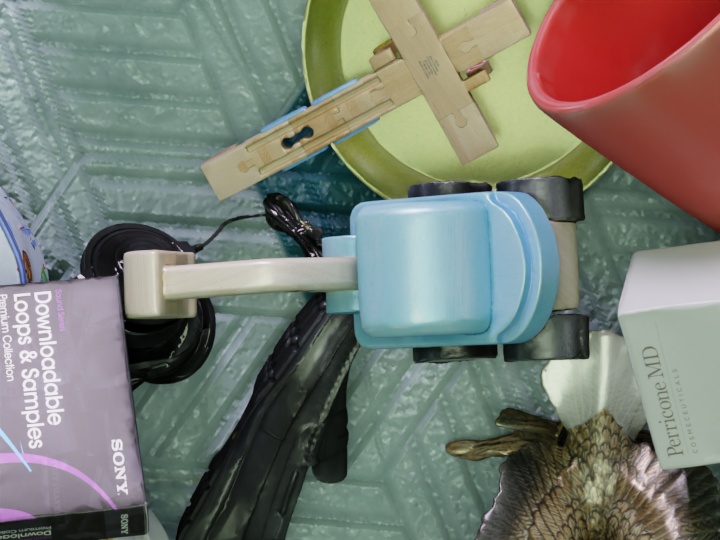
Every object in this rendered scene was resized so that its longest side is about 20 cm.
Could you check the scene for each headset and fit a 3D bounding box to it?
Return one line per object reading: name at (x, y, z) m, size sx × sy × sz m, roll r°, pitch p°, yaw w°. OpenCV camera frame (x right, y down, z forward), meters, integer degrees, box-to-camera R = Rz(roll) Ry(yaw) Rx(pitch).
headset at (-0.110, 0.028, 1.649) m, size 0.200 × 0.124 × 0.094 m, roll -39°, pitch 70°, yaw -9°

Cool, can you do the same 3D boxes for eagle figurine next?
eagle figurine at (0.132, 0.151, 1.617) m, size 0.151 × 0.200 × 0.152 m, roll 37°, pitch 121°, yaw -24°

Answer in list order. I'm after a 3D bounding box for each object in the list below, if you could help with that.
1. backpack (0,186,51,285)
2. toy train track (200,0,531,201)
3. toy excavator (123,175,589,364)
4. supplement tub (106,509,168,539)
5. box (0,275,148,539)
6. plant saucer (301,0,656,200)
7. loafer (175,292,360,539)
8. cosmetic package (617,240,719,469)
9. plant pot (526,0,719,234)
backpack at (-0.277, 0.012, 1.652) m, size 0.190 × 0.154 × 0.200 m, roll -38°, pitch 90°, yaw -3°
toy train track at (0.003, -0.097, 1.645) m, size 0.199 × 0.033 × 0.115 m, roll -28°, pitch 102°, yaw 13°
toy excavator at (0.000, 0.000, 1.579) m, size 0.194 × 0.200 × 0.100 m, roll -3°, pitch 86°, yaw 41°
supplement tub at (-0.212, 0.175, 1.619) m, size 0.145 × 0.200 × 0.146 m, roll -8°, pitch 77°, yaw 40°
box at (-0.215, 0.077, 1.526) m, size 0.199 × 0.036 × 0.144 m, roll -5°, pitch 58°, yaw -10°
plant saucer at (0.067, -0.126, 1.665) m, size 0.199 × 0.031 × 0.201 m, roll 0°, pitch 97°, yaw 3°
loafer at (-0.035, 0.094, 1.683) m, size 0.070 × 0.068 × 0.201 m, roll 27°, pitch 103°, yaw -8°
cosmetic package at (0.242, 0.035, 1.524) m, size 0.199 × 0.074 × 0.102 m, roll -10°, pitch 117°, yaw 18°
plant pot at (0.219, -0.104, 1.569) m, size 0.200 × 0.201 × 0.177 m, roll -44°, pitch 112°, yaw 8°
